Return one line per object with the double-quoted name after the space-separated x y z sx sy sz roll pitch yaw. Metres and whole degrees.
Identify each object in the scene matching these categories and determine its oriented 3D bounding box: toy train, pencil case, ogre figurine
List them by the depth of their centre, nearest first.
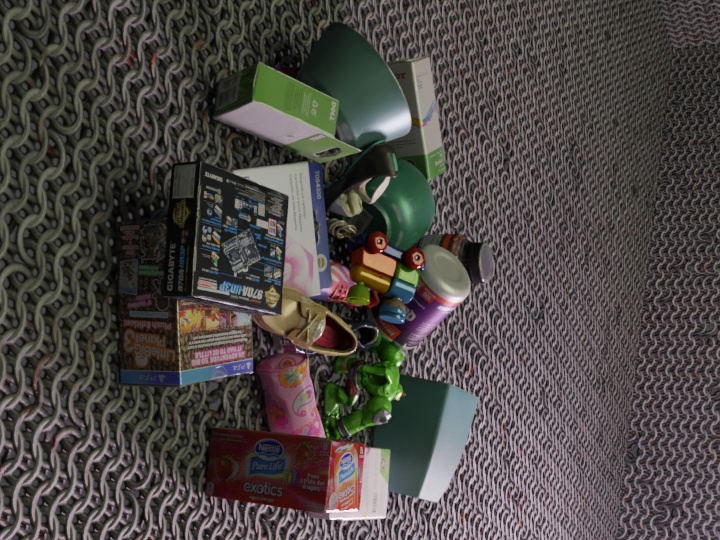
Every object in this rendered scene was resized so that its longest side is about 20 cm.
-0.098 0.216 1.611 0.087 0.086 0.203 -35 118 -57 "pencil case"
0.000 0.000 1.697 0.198 0.084 0.117 22 69 -22 "toy train"
0.007 0.183 1.770 0.201 0.118 0.099 -61 139 -42 "ogre figurine"

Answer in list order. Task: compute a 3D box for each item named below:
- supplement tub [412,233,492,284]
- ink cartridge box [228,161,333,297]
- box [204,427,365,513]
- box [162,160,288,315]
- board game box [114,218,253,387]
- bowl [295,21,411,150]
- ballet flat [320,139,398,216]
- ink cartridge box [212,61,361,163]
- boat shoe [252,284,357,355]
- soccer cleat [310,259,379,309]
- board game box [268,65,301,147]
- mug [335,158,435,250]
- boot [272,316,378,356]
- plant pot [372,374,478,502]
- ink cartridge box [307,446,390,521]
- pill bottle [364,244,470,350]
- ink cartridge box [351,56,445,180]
0.130 -0.010 1.919 0.107 0.197 0.109 -1 90 -64 "supplement tub"
-0.110 -0.055 1.586 0.198 0.043 0.199 -12 100 -42 "ink cartridge box"
-0.103 0.270 1.477 0.099 0.198 0.097 21 73 -59 "box"
-0.161 -0.034 1.339 0.199 0.045 0.161 16 74 -61 "box"
-0.220 0.037 1.375 0.159 0.096 0.203 -2 91 -62 "board game box"
-0.026 -0.258 1.632 0.105 0.200 0.202 -38 130 -13 "bowl"
-0.013 -0.124 1.666 0.068 0.199 0.069 -23 82 -44 "ballet flat"
-0.099 -0.219 1.539 0.198 0.103 0.060 20 71 -37 "ink cartridge box"
-0.075 0.075 1.562 0.199 0.069 0.075 23 92 -48 "boat shoe"
-0.029 0.029 1.745 0.077 0.067 0.199 54 21 13 "soccer cleat"
-0.086 -0.256 1.712 0.199 0.032 0.122 -14 97 -61 "board game box"
0.036 -0.082 1.801 0.114 0.150 0.187 -39 123 -52 "mug"
-0.051 0.097 1.694 0.199 0.089 0.074 -4 93 -62 "boot"
0.103 0.300 1.932 0.141 0.140 0.203 31 69 -57 "plant pot"
-0.026 0.342 1.756 0.199 0.066 0.119 22 70 -61 "ink cartridge box"
0.088 0.057 1.837 0.112 0.200 0.113 29 34 -22 "pill bottle"
0.055 -0.254 1.848 0.084 0.143 0.203 -32 117 -58 "ink cartridge box"
